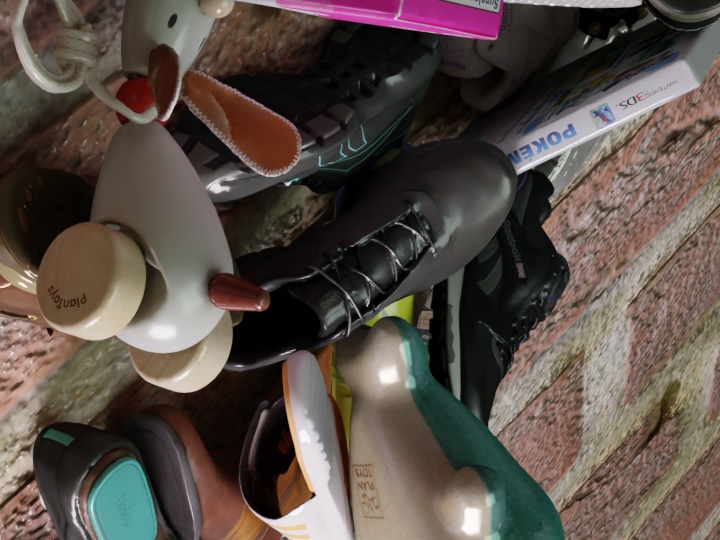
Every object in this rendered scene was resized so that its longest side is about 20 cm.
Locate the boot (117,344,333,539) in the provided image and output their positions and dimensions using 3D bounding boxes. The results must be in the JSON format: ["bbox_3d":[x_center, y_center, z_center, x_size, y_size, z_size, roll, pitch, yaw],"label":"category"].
[{"bbox_3d":[-0.056,0.094,1.136,0.200,0.068,0.189,-50,139,-32],"label":"boot"}]

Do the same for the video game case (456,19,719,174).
[{"bbox_3d":[0.132,-0.103,1.119,0.181,0.022,0.200,-25,-171,26],"label":"video game case"}]

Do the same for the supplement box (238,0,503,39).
[{"bbox_3d":[0.014,-0.213,0.861,0.103,0.101,0.202,1,100,-59],"label":"supplement box"}]

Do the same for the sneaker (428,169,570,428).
[{"bbox_3d":[0.088,0.016,1.163,0.076,0.087,0.201,99,-6,-61],"label":"sneaker"}]

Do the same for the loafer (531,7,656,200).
[{"bbox_3d":[0.154,-0.137,1.268,0.201,0.070,0.070,-58,163,4],"label":"loafer"}]

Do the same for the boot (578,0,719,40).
[{"bbox_3d":[0.164,-0.184,1.117,0.073,0.205,0.154,-15,146,-7],"label":"boot"}]

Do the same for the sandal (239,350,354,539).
[{"bbox_3d":[-0.041,0.101,1.059,0.207,0.059,0.080,76,8,-61],"label":"sandal"}]

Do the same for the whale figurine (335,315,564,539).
[{"bbox_3d":[0.050,0.118,1.072,0.103,0.202,0.159,-18,180,-23],"label":"whale figurine"}]

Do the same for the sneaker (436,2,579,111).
[{"bbox_3d":[0.079,-0.167,1.095,0.100,0.075,0.200,-50,151,-18],"label":"sneaker"}]

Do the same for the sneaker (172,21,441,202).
[{"bbox_3d":[-0.025,-0.070,1.016,0.200,0.075,0.080,-31,143,-42],"label":"sneaker"}]

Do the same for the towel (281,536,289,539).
[{"bbox_3d":[-0.075,0.260,1.299,0.146,0.030,0.201,-39,146,-34],"label":"towel"}]

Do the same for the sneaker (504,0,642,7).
[{"bbox_3d":[0.054,-0.199,0.986,0.199,0.073,0.115,0,94,-19],"label":"sneaker"}]

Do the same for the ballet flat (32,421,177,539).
[{"bbox_3d":[-0.136,0.154,1.047,0.068,0.068,0.201,-41,140,-33],"label":"ballet flat"}]

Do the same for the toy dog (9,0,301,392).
[{"bbox_3d":[-0.076,-0.046,0.846,0.132,0.096,0.202,-7,91,-60],"label":"toy dog"}]

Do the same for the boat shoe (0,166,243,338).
[{"bbox_3d":[-0.130,-0.003,0.923,0.067,0.073,0.200,-23,162,26],"label":"boat shoe"}]

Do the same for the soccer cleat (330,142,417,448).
[{"bbox_3d":[0.002,0.021,1.129,0.083,0.064,0.202,-7,104,-58],"label":"soccer cleat"}]

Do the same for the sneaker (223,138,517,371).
[{"bbox_3d":[0.000,0.000,1.025,0.199,0.076,0.091,-34,-169,6],"label":"sneaker"}]

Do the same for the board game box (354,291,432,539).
[{"bbox_3d":[0.034,0.119,1.276,0.201,0.023,0.105,-66,155,-16],"label":"board game box"}]
